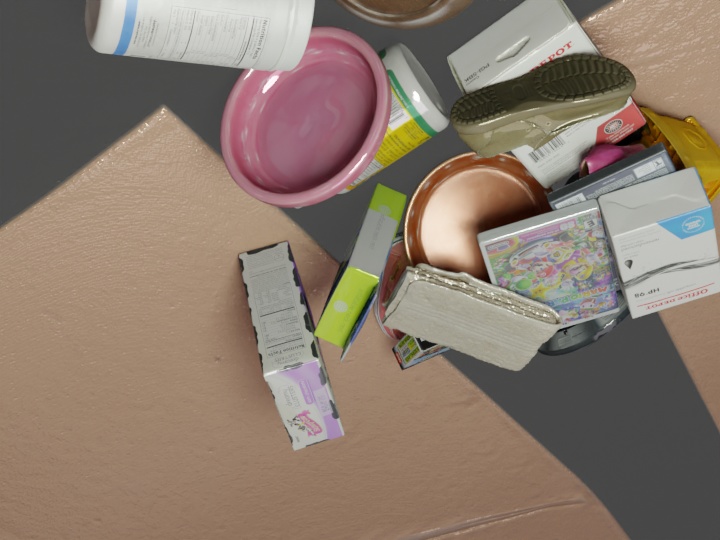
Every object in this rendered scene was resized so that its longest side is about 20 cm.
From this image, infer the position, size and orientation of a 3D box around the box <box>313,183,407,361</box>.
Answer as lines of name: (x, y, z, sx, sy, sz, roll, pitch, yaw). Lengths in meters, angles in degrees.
box: (0.000, 0.000, 1.441, 0.048, 0.200, 0.122, 24, 129, -3)

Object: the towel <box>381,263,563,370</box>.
towel: (0.132, 0.057, 1.466, 0.200, 0.035, 0.133, 20, 147, -6)

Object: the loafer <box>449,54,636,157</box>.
loafer: (0.197, -0.175, 1.293, 0.200, 0.076, 0.067, -12, 140, 7)

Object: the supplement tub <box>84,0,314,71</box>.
supplement tub: (-0.157, -0.265, 1.153, 0.200, 0.132, 0.132, 2, 135, -22)

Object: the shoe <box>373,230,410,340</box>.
shoe: (0.062, 0.047, 1.590, 0.071, 0.091, 0.200, -10, 138, -9)

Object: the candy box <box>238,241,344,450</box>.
candy box: (-0.088, 0.095, 1.508, 0.071, 0.200, 0.168, -16, 139, -2)

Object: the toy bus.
toy bus: (0.381, -0.102, 1.531, 0.192, 0.136, 0.200, -4, 141, -38)

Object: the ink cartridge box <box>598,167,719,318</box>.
ink cartridge box: (0.356, -0.018, 1.402, 0.116, 0.067, 0.200, -18, 138, 9)

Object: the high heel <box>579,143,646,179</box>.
high heel: (0.267, -0.073, 1.441, 0.096, 0.067, 0.200, -11, 149, -33)

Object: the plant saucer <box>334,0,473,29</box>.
plant saucer: (0.030, -0.319, 1.163, 0.200, 0.032, 0.200, 10, 131, 12)

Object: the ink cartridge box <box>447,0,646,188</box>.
ink cartridge box: (0.215, -0.208, 1.377, 0.147, 0.083, 0.200, -33, 136, 16)

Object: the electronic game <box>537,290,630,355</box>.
electronic game: (0.308, 0.038, 1.598, 0.200, 0.200, 0.042, -36, 107, 19)

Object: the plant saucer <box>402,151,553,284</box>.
plant saucer: (0.151, -0.049, 1.490, 0.200, 0.032, 0.201, -1, 96, -6)

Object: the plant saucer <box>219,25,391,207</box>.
plant saucer: (-0.052, -0.157, 1.260, 0.200, 0.201, 0.051, -32, 150, 15)

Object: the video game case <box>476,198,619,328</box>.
video game case: (0.229, 0.005, 1.439, 0.143, 0.018, 0.200, -17, 138, 7)

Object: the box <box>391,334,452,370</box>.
box: (0.148, 0.070, 1.618, 0.200, 0.035, 0.110, -22, 168, -18)

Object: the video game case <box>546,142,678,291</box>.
video game case: (0.323, -0.056, 1.416, 0.143, 0.019, 0.200, -25, 137, 17)

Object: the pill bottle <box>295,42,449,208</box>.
pill bottle: (-0.011, -0.155, 1.334, 0.200, 0.113, 0.113, -32, 136, 15)

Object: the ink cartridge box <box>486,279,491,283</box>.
ink cartridge box: (0.209, -0.015, 1.569, 0.200, 0.100, 0.039, -10, 140, -10)
